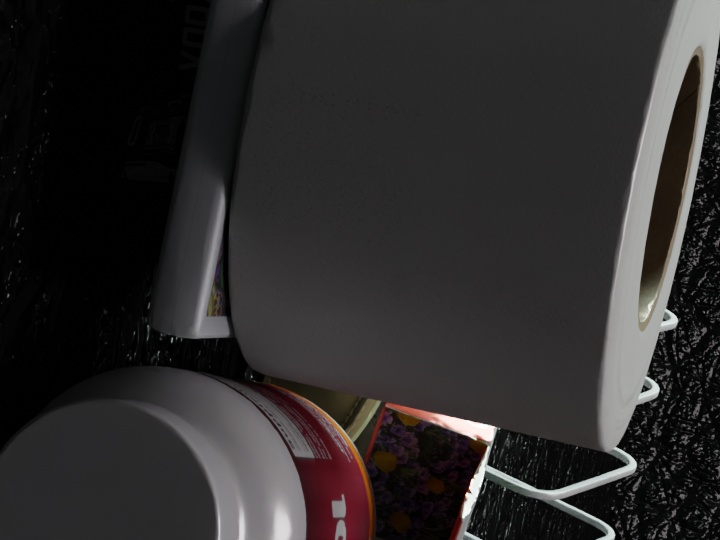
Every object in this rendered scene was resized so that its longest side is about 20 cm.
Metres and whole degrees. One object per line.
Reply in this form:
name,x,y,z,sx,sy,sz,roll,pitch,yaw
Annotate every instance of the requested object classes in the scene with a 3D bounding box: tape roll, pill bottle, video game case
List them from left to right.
pill bottle,-0.066,0.093,0.880,0.200,0.113,0.113,21,79,-77
video game case,-0.026,-0.074,0.907,0.182,0.023,0.200,5,97,-77
tape roll,0.048,-0.044,0.893,0.203,0.139,0.203,13,90,-77

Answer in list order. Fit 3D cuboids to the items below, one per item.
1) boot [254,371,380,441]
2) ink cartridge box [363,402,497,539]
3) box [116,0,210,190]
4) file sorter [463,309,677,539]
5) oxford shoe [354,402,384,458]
boot,0.000,0.000,1.089,0.155,0.072,0.200,-96,-153,-85
ink cartridge box,0.021,0.096,1.015,0.200,0.050,0.109,-62,171,-67
box,-0.038,-0.139,0.962,0.158,0.050,0.200,-38,137,-72
file sorter,0.086,0.098,1.394,0.139,0.124,0.200,-8,117,-55
oxford shoe,0.019,0.016,1.292,0.071,0.073,0.200,-52,150,-64
